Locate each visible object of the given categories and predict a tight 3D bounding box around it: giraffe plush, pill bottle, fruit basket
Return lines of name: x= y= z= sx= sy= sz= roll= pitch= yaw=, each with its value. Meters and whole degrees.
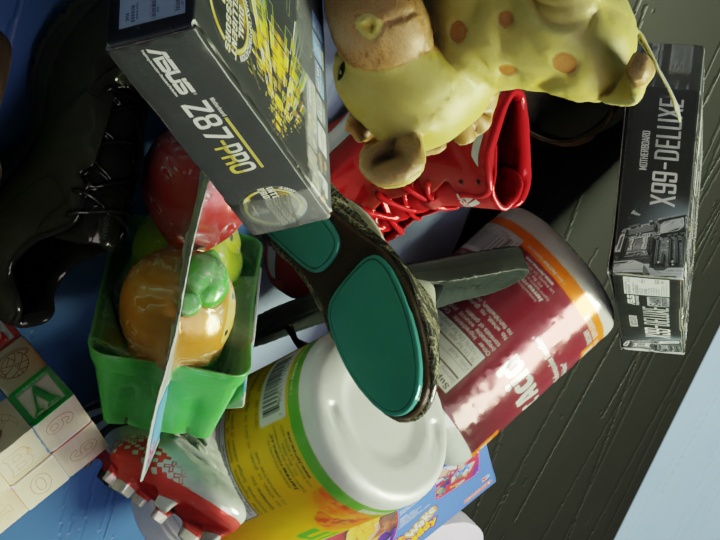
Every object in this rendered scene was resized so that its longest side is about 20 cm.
giraffe plush: x=0.052 y=-0.131 z=0.951 sx=0.162 sy=0.201 sz=0.173 roll=-25 pitch=-172 yaw=13
pill bottle: x=-0.052 y=0.118 z=1.137 sx=0.111 sy=0.112 sz=0.200 roll=-1 pitch=160 yaw=-46
fruit basket: x=-0.085 y=-0.016 z=0.992 sx=0.093 sy=0.186 sz=0.201 roll=15 pitch=123 yaw=-10
pill bottle: x=0.068 y=0.061 z=1.268 sx=0.200 sy=0.114 sz=0.114 roll=-41 pitch=145 yaw=-10

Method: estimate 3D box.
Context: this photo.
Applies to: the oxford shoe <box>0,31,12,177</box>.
oxford shoe: x=-0.217 y=-0.032 z=0.914 sx=0.084 sy=0.073 sz=0.201 roll=-3 pitch=126 yaw=-47

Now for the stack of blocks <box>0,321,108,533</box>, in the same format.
stack of blocks: x=-0.239 y=0.128 z=1.006 sx=0.200 sy=0.115 sz=0.059 roll=-39 pitch=144 yaw=-13

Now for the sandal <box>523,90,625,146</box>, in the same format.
sandal: x=0.138 y=-0.118 z=1.219 sx=0.200 sy=0.055 sz=0.082 roll=6 pitch=120 yaw=-56

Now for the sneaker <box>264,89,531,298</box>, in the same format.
sneaker: x=0.026 y=-0.046 z=1.120 sx=0.078 sy=0.115 sz=0.201 roll=11 pitch=116 yaw=-51

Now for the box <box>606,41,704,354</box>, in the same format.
box: x=0.203 y=-0.043 z=1.248 sx=0.200 sy=0.049 sz=0.159 roll=57 pitch=39 yaw=-71

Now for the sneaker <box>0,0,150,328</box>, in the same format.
sneaker: x=-0.141 y=-0.057 z=0.954 sx=0.076 sy=0.091 sz=0.201 roll=17 pitch=109 yaw=-47

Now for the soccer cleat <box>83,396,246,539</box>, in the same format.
soccer cleat: x=-0.110 y=0.098 z=1.064 sx=0.069 sy=0.200 sz=0.085 roll=41 pitch=78 yaw=-25

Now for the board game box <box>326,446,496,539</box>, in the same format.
board game box: x=0.005 y=0.170 z=1.367 sx=0.200 sy=0.045 sz=0.135 roll=-37 pitch=144 yaw=-16

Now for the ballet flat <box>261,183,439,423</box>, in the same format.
ballet flat: x=0.000 y=0.000 z=1.069 sx=0.075 sy=0.200 sz=0.068 roll=-2 pitch=139 yaw=-53

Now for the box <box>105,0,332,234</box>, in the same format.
box: x=-0.065 y=-0.142 z=0.873 sx=0.049 sy=0.201 sz=0.161 roll=-12 pitch=146 yaw=14

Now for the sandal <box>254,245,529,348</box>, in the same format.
sandal: x=0.019 y=0.028 z=1.162 sx=0.199 sy=0.048 sz=0.075 roll=-13 pitch=166 yaw=-19

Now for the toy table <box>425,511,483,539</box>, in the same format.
toy table: x=0.046 y=0.286 z=1.462 sx=0.200 sy=0.117 sz=0.184 roll=-33 pitch=143 yaw=-21
